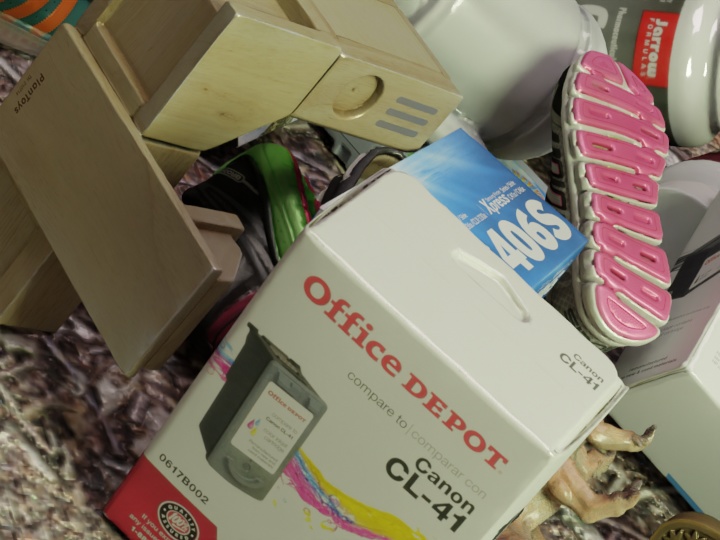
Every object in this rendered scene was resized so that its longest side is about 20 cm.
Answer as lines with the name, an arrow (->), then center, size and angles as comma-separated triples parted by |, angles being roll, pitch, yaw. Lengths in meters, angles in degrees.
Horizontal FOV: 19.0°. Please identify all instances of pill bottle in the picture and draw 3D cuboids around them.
pill bottle -> 0.246, -0.024, 1.442 | 0.114, 0.114, 0.200 | 46, 31, 15
pill bottle -> 0.191, -0.145, 1.464 | 0.199, 0.115, 0.114 | 9, 20, 25

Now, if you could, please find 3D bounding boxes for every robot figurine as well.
robot figurine -> 0.076, -0.146, 1.347 | 0.200, 0.113, 0.170 | 37, 65, -27

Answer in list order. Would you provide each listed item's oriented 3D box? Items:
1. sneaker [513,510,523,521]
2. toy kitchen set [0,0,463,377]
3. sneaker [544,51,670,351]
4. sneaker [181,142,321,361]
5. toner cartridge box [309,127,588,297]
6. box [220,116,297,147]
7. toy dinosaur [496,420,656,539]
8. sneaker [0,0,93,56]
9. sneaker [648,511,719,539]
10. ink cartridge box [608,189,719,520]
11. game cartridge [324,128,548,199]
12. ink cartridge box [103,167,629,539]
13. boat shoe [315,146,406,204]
sneaker -> 0.047, 0.058, 1.098 | 0.074, 0.087, 0.201 | 51, 31, -48
toy kitchen set -> -0.062, -0.031, 1.053 | 0.180, 0.200, 0.164 | 12, 37, -50
sneaker -> 0.131, -0.035, 1.266 | 0.073, 0.087, 0.201 | 17, 57, -28
sneaker -> -0.052, 0.032, 1.106 | 0.077, 0.083, 0.201 | 53, 24, -54
toner cartridge box -> 0.041, -0.008, 1.065 | 0.095, 0.043, 0.200 | 40, 25, 7
box -> -0.044, -0.165, 1.314 | 0.037, 0.138, 0.200 | 8, 20, 25
toy dinosaur -> 0.078, 0.092, 1.147 | 0.135, 0.086, 0.201 | 26, 44, -3
sneaker -> -0.190, -0.176, 1.221 | 0.199, 0.080, 0.072 | 11, 40, -43
sneaker -> 0.243, 0.208, 1.180 | 0.200, 0.067, 0.090 | 46, 23, 13
ink cartridge box -> 0.249, 0.047, 1.274 | 0.145, 0.084, 0.200 | 47, 54, -15
game cartridge -> 0.078, -0.034, 1.360 | 0.200, 0.041, 0.133 | 49, 28, 18
ink cartridge box -> -0.003, 0.079, 0.951 | 0.147, 0.200, 0.086 | 42, 36, 8
boat shoe -> 0.000, 0.000, 1.203 | 0.074, 0.060, 0.200 | 35, 31, -13
